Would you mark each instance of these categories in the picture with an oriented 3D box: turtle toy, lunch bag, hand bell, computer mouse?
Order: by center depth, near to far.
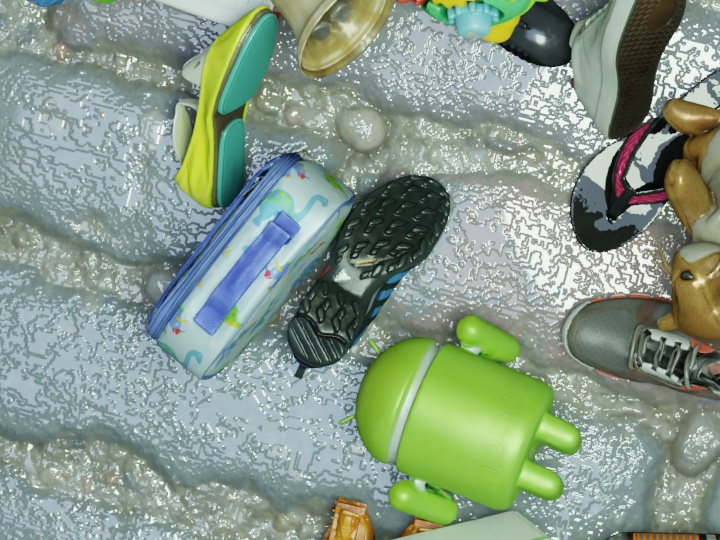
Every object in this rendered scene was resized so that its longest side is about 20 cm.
[{"bbox_3d":[0.064,-0.265,1.643,0.200,0.101,0.146,29,127,10],"label":"turtle toy"},{"bbox_3d":[-0.075,-0.259,1.649,0.104,0.104,0.200,-48,70,8],"label":"hand bell"},{"bbox_3d":[-0.090,-0.007,1.700,0.082,0.161,0.200,39,99,1],"label":"lunch bag"},{"bbox_3d":[0.097,-0.235,1.723,0.200,0.034,0.059,29,98,3],"label":"computer mouse"}]

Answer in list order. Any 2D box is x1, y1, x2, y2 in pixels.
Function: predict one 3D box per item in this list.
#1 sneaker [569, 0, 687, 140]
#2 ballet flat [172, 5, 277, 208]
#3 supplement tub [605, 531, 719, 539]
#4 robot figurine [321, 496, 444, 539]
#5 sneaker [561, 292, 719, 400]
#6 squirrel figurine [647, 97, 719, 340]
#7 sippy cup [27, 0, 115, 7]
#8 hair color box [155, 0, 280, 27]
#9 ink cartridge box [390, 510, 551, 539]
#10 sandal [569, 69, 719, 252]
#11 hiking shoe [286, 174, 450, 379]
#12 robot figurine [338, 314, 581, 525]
[{"bbox_3d":[0.204,-0.196,1.646,0.073,0.200,0.085,-23,60,-24],"label":"sneaker"},{"bbox_3d":[-0.123,-0.143,1.715,0.067,0.067,0.200,29,127,20],"label":"ballet flat"},{"bbox_3d":[0.275,0.282,1.709,0.200,0.123,0.123,0,95,7],"label":"supplement tub"},{"bbox_3d":[0.006,0.306,1.770,0.145,0.058,0.200,11,96,3],"label":"robot figurine"},{"bbox_3d":[0.269,0.068,1.709,0.200,0.082,0.077,11,96,5],"label":"sneaker"},{"bbox_3d":[0.312,-0.021,1.639,0.141,0.200,0.187,6,70,29],"label":"squirrel figurine"},{"bbox_3d":[-0.252,-0.292,1.650,0.139,0.178,0.130,28,112,-25],"label":"sippy cup"},{"bbox_3d":[-0.154,-0.282,1.730,0.200,0.064,0.111,20,98,2],"label":"hair color box"},{"bbox_3d":[0.091,0.322,1.713,0.145,0.084,0.200,-12,105,-17],"label":"ink cartridge box"},{"bbox_3d":[0.254,-0.095,1.714,0.200,0.045,0.075,-43,91,8],"label":"sandal"},{"bbox_3d":[0.000,0.000,1.737,0.074,0.087,0.200,40,75,1],"label":"hiking shoe"},{"bbox_3d":[0.085,0.128,1.712,0.200,0.116,0.176,21,86,11],"label":"robot figurine"}]
